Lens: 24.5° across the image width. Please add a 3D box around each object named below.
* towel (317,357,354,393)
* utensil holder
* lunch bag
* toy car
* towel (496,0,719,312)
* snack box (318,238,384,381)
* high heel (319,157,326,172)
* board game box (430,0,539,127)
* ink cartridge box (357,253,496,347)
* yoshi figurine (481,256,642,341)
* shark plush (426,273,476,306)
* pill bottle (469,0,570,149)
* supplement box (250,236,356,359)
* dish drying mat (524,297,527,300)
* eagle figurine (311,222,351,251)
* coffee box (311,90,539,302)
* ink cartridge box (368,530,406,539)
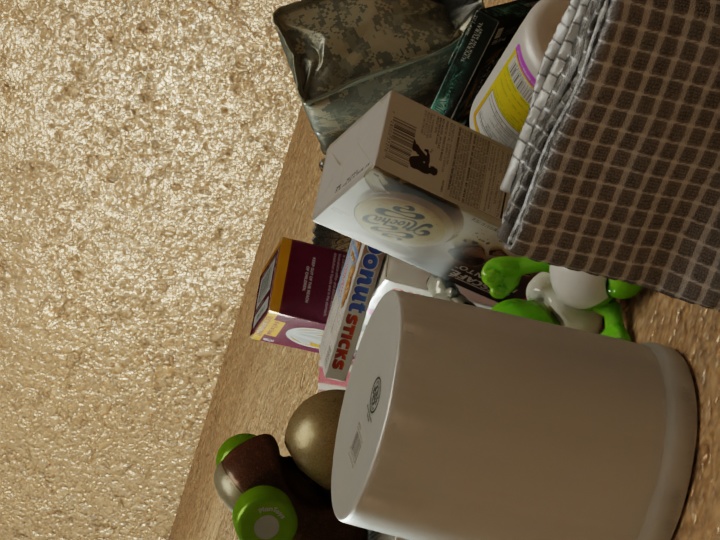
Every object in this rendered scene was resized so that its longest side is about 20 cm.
[{"bbox_3d":[0.002,0.190,1.740,0.146,0.030,0.200,6,101,61],"label":"towel"},{"bbox_3d":[0.097,0.109,1.102,0.170,0.200,0.170,-165,90,-80],"label":"utensil holder"},{"bbox_3d":[0.031,-0.212,1.606,0.164,0.200,0.118,64,-173,-75],"label":"lunch bag"},{"bbox_3d":[-0.016,0.170,1.483,0.200,0.158,0.164,-45,18,2],"label":"toy car"},{"bbox_3d":[0.183,-0.077,0.986,0.086,0.165,0.200,-107,32,-60],"label":"towel"},{"bbox_3d":[0.000,0.000,1.561,0.072,0.024,0.200,-105,30,-70],"label":"snack box"},{"bbox_3d":[0.037,-0.062,1.698,0.143,0.200,0.071,117,150,-45],"label":"high heel"},{"bbox_3d":[0.121,-0.191,1.586,0.135,0.028,0.200,-64,-13,20],"label":"board game box"},{"bbox_3d":[0.071,-0.003,1.615,0.200,0.128,0.125,125,156,-61],"label":"ink cartridge box"},{"bbox_3d":[0.147,0.021,1.229,0.200,0.112,0.113,113,160,-55],"label":"yoshi figurine"},{"bbox_3d":[0.101,0.044,1.443,0.200,0.083,0.091,135,157,-71],"label":"shark plush"},{"bbox_3d":[0.155,-0.142,1.402,0.200,0.104,0.104,122,159,-62],"label":"pill bottle"},{"bbox_3d":[-0.006,0.041,1.769,0.110,0.200,0.086,128,153,-67],"label":"supplement box"},{"bbox_3d":[0.152,0.036,1.426,0.200,0.018,0.077,-94,19,-58],"label":"dish drying mat"},{"bbox_3d":[0.044,-0.068,1.886,0.152,0.151,0.200,-30,36,63],"label":"eagle figurine"},{"bbox_3d":[0.077,-0.056,1.379,0.113,0.200,0.080,-36,36,54],"label":"coffee box"},{"bbox_3d":[0.054,0.221,1.520,0.146,0.084,0.200,127,156,-64],"label":"ink cartridge box"}]
